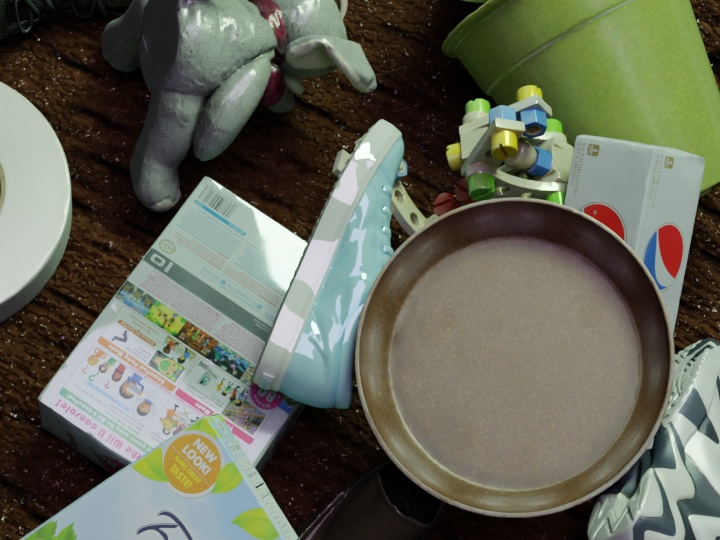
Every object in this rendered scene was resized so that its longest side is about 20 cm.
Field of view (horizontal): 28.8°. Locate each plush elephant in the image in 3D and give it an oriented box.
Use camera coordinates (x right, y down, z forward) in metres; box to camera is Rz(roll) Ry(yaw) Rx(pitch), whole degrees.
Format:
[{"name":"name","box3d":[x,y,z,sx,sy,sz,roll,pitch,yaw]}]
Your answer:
[{"name":"plush elephant","box3d":[-0.081,-0.161,1.018,0.153,0.200,0.166,1,52,-32]}]

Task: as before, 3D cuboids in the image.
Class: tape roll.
[{"name":"tape roll","box3d":[-0.304,-0.050,0.991,0.200,0.037,0.205,3,67,-8]}]

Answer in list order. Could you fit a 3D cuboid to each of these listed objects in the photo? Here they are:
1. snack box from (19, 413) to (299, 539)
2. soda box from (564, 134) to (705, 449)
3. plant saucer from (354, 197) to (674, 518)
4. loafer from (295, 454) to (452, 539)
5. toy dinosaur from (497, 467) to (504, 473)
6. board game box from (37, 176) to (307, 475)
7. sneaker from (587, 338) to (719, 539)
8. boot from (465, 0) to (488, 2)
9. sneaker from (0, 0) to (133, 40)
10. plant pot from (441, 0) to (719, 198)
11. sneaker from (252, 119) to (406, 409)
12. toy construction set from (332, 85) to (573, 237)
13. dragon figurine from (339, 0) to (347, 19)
[{"name":"snack box","box3d":[-0.105,0.216,0.855,0.168,0.068,0.201,-33,86,-1]},{"name":"soda box","box3d":[0.170,0.015,0.938,0.063,0.068,0.203,4,97,-43]},{"name":"plant saucer","box3d":[0.096,0.055,0.881,0.197,0.035,0.203,-2,75,7]},{"name":"loafer","box3d":[0.007,0.167,0.934,0.073,0.071,0.200,39,66,8]},{"name":"toy dinosaur","box3d":[0.080,0.077,0.984,0.105,0.061,0.200,-23,44,-23]},{"name":"board game box","box3d":[-0.104,0.059,0.965,0.147,0.064,0.201,33,65,5]},{"name":"sneaker","box3d":[0.246,0.153,0.986,0.129,0.079,0.200,42,44,-12]},{"name":"boot","box3d":[0.085,-0.250,1.086,0.199,0.143,0.073,-19,111,-39]},{"name":"sneaker","box3d":[-0.233,-0.214,1.051,0.113,0.077,0.200,30,60,11]},{"name":"plant pot","box3d":[0.190,-0.128,1.044,0.198,0.200,0.192,-25,84,-19]},{"name":"sneaker","box3d":[0.000,0.000,0.940,0.081,0.074,0.202,24,78,-4]},{"name":"toy construction set","box3d":[0.073,-0.059,0.996,0.130,0.199,0.093,22,68,-38]},{"name":"dragon figurine","box3d":[-0.078,-0.276,1.114,0.200,0.099,0.059,49,65,-9]}]
